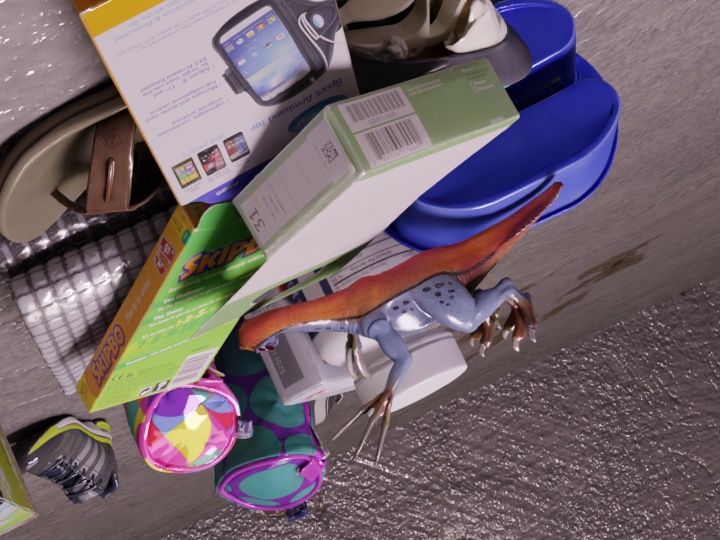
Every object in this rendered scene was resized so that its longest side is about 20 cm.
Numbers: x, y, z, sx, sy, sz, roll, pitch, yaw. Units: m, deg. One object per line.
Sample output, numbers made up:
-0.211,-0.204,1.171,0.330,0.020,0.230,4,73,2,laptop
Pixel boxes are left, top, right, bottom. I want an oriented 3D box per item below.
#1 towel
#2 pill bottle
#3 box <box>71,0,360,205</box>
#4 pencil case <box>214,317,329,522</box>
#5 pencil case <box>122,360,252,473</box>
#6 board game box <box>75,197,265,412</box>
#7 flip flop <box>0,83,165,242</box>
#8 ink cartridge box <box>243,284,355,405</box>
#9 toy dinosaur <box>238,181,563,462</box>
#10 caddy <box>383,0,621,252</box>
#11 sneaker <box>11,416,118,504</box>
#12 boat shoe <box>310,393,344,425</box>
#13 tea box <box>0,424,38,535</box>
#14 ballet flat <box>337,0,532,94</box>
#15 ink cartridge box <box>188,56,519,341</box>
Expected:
-0.158,-0.006,0.948,0.164,0.086,0.200,-27,166,-11,towel
0.000,0.000,1.020,0.110,0.202,0.111,-25,168,-6,pill bottle
-0.067,-0.110,0.706,0.118,0.042,0.200,-28,155,-6,box
-0.074,0.096,1.117,0.091,0.202,0.086,-12,138,5,pencil case
-0.149,0.079,1.075,0.088,0.089,0.200,-24,-151,-11,pencil case
-0.105,0.014,0.877,0.095,0.030,0.200,-14,152,-45,board game box
-0.131,-0.070,0.798,0.199,0.058,0.081,-30,167,11,flip flop
-0.027,0.018,1.127,0.050,0.164,0.199,-32,167,30,ink cartridge box
0.015,0.017,0.897,0.179,0.203,0.105,14,180,-24,toy dinosaur
0.088,-0.096,0.964,0.198,0.143,0.105,-25,164,-6,caddy
-0.308,0.207,1.475,0.073,0.082,0.200,-30,167,12,sneaker
-0.045,0.152,1.835,0.063,0.071,0.200,-23,165,-14,boat shoe
-0.375,0.164,1.043,0.198,0.135,0.197,-26,168,-6,tea box
0.039,-0.144,0.843,0.198,0.074,0.073,-10,160,-34,ballet flat
-0.016,-0.041,0.815,0.145,0.048,0.200,-25,171,-45,ink cartridge box
